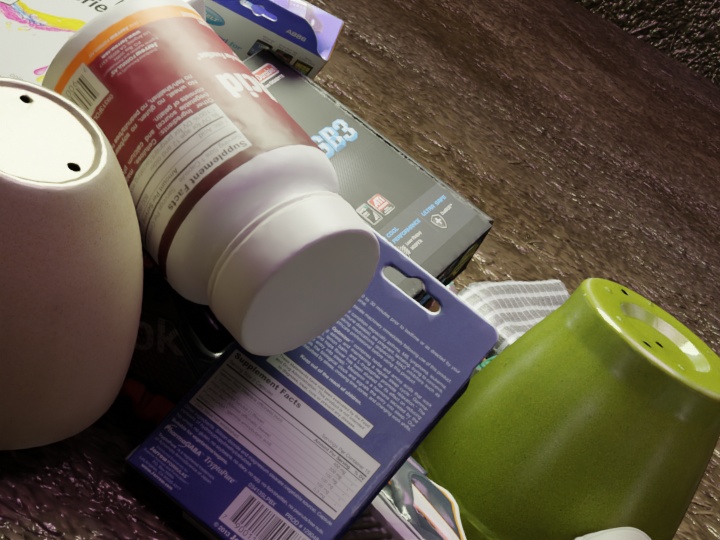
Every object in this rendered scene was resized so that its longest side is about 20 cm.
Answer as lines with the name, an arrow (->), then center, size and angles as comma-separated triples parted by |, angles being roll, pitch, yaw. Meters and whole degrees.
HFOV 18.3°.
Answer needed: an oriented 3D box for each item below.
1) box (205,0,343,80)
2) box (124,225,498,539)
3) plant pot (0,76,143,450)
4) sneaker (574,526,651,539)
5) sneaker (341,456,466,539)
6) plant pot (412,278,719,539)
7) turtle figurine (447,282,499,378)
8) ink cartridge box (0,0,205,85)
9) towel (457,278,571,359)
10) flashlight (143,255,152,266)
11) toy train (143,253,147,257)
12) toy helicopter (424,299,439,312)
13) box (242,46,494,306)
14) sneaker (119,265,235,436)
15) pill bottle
box -> -0.095, -0.154, 1.559 | 0.119, 0.200, 0.042 | 27, 59, -12
box -> -0.024, 0.076, 1.286 | 0.121, 0.200, 0.032 | 39, -18, 9
plant pot -> -0.197, -0.023, 1.189 | 0.200, 0.135, 0.200 | 19, 35, -14
sneaker -> 0.134, 0.202, 1.333 | 0.200, 0.081, 0.075 | -27, 84, -52
sneaker -> -0.002, 0.136, 1.345 | 0.079, 0.078, 0.200 | 8, 40, -53
plant pot -> 0.147, 0.116, 1.489 | 0.200, 0.193, 0.200 | 33, 16, -11
turtle figurine -> 0.074, 0.076, 1.618 | 0.200, 0.150, 0.101 | 9, 47, 12
ink cartridge box -> -0.213, -0.128, 1.419 | 0.145, 0.084, 0.200 | 28, 48, 27
towel -> 0.153, 0.084, 1.784 | 0.166, 0.086, 0.200 | 43, 17, 19
flashlight -> -0.133, 0.009, 1.450 | 0.200, 0.068, 0.068 | 30, 17, -16
toy train -> -0.185, -0.062, 1.556 | 0.150, 0.056, 0.200 | 24, 22, -20
toy helicopter -> 0.000, 0.000, 1.566 | 0.079, 0.132, 0.200 | 52, -4, -34
box -> -0.040, -0.039, 1.422 | 0.198, 0.050, 0.200 | 39, 36, 9
sneaker -> -0.145, 0.023, 1.333 | 0.200, 0.098, 0.071 | 33, 18, -4
pill bottle -> -0.085, -0.054, 1.271 | 0.200, 0.114, 0.114 | 49, 20, 27
